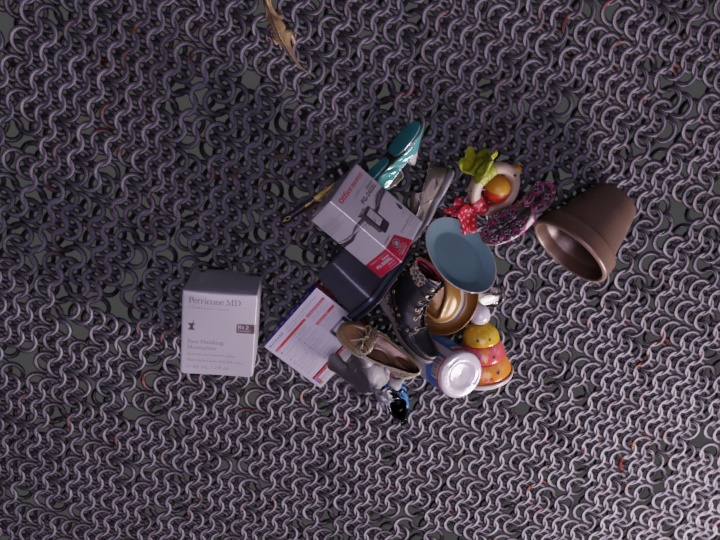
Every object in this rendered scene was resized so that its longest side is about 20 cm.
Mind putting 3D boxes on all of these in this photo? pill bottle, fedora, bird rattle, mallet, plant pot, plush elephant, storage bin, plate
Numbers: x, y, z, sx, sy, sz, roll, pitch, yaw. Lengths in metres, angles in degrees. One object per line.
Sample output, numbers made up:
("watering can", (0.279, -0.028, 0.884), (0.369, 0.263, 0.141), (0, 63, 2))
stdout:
("pill bottle", (0.185, 0.212, 1.543), (0.112, 0.200, 0.112), (-6, 105, -22))
("fedora", (0.174, 0.053, 1.520), (0.200, 0.082, 0.201), (1, 92, 25))
("bird rattle", (0.289, -0.176, 1.487), (0.163, 0.113, 0.200), (-3, 113, -20))
("mallet", (-0.092, -0.159, 1.499), (0.200, 0.041, 0.066), (-40, 104, 14))
("plant pot", (0.527, -0.099, 1.492), (0.175, 0.200, 0.200), (-45, 106, -8))
("plush elephant", (0.049, 0.210, 1.524), (0.200, 0.155, 0.165), (45, 138, 23))
("storage bin", (0.000, 0.000, 1.484), (0.134, 0.200, 0.146), (44, 140, -4))
("plate", (0.224, -0.032, 1.496), (0.200, 0.200, 0.026), (33, 138, -13))

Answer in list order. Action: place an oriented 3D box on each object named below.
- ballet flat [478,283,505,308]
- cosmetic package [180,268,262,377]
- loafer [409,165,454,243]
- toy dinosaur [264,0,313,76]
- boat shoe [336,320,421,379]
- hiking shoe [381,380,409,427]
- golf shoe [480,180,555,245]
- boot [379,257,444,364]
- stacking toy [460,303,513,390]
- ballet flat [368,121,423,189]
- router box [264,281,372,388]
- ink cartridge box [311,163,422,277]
("ballet flat", (0.253, 0.061, 1.575), (0.200, 0.072, 0.072), (-1, 108, -3))
("cosmetic package", (-0.315, 0.115, 1.504), (0.165, 0.165, 0.200), (4, 108, -6))
("loafer", (0.142, -0.153, 1.502), (0.070, 0.075, 0.200), (28, 102, 2))
("toy dinosaur", (-0.162, -0.484, 1.350), (0.058, 0.101, 0.200), (-25, 108, 4))
("boat shoe", (0.042, 0.168, 1.414), (0.200, 0.063, 0.073), (28, 77, -5))
("hiking shoe", (0.084, 0.282, 1.626), (0.074, 0.087, 0.200), (-19, 108, 3))
("golf shoe", (0.364, -0.120, 1.507), (0.200, 0.092, 0.073), (-37, 75, 4))
("boot", (0.134, 0.088, 1.441), (0.154, 0.073, 0.204), (-50, 62, 38))
("stacking toy", (0.284, 0.171, 1.566), (0.146, 0.146, 0.200), (-10, 112, 0))
("ballet flat", (0.082, -0.244, 1.473), (0.200, 0.067, 0.070), (-48, 129, 11))
("router box", (-0.101, 0.157, 1.593), (0.179, 0.049, 0.200), (40, 102, -14))
("ink cartridge box", (0.015, -0.108, 1.408), (0.200, 0.145, 0.083), (40, 138, -11))
